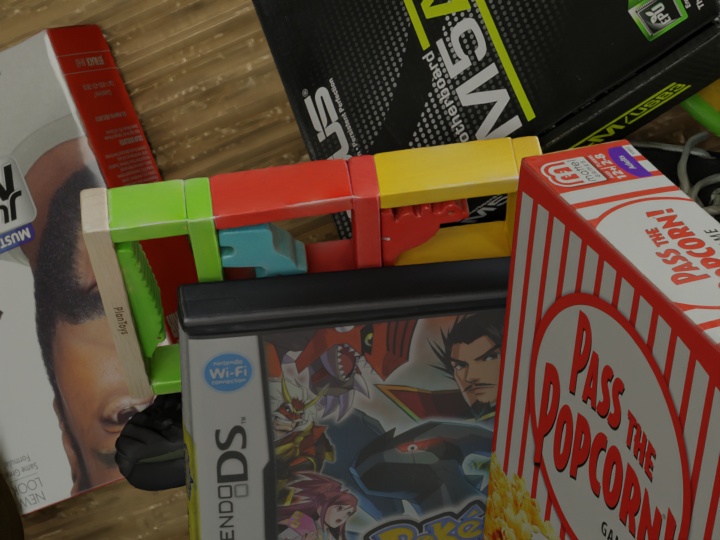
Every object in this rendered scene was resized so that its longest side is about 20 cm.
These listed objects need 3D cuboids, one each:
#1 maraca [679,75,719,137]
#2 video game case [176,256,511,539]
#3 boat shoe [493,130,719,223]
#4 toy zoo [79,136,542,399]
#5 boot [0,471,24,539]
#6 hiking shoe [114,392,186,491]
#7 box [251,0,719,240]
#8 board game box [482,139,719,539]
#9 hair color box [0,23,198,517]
[{"bbox_3d":[0.171,-0.104,0.724,0.200,0.107,0.137,19,68,27],"label":"maraca"},{"bbox_3d":[0.030,0.076,0.747,0.200,0.026,0.181,-5,125,-8],"label":"video game case"},{"bbox_3d":[0.128,-0.024,0.770,0.199,0.068,0.074,19,104,14],"label":"boat shoe"},{"bbox_3d":[0.000,0.000,0.726,0.200,0.131,0.020,-8,59,-2],"label":"toy zoo"},{"bbox_3d":[-0.248,0.063,0.870,0.155,0.072,0.200,-10,105,46],"label":"boot"},{"bbox_3d":[-0.004,0.091,0.800,0.200,0.076,0.101,-5,105,-7],"label":"hiking shoe"},{"bbox_3d":[0.041,-0.129,0.738,0.193,0.048,0.200,-31,70,33],"label":"box"},{"bbox_3d":[0.101,0.077,0.650,0.046,0.152,0.200,-11,124,-22],"label":"board game box"},{"bbox_3d":[-0.140,0.000,0.861,0.111,0.064,0.200,-21,94,19],"label":"hair color box"}]
